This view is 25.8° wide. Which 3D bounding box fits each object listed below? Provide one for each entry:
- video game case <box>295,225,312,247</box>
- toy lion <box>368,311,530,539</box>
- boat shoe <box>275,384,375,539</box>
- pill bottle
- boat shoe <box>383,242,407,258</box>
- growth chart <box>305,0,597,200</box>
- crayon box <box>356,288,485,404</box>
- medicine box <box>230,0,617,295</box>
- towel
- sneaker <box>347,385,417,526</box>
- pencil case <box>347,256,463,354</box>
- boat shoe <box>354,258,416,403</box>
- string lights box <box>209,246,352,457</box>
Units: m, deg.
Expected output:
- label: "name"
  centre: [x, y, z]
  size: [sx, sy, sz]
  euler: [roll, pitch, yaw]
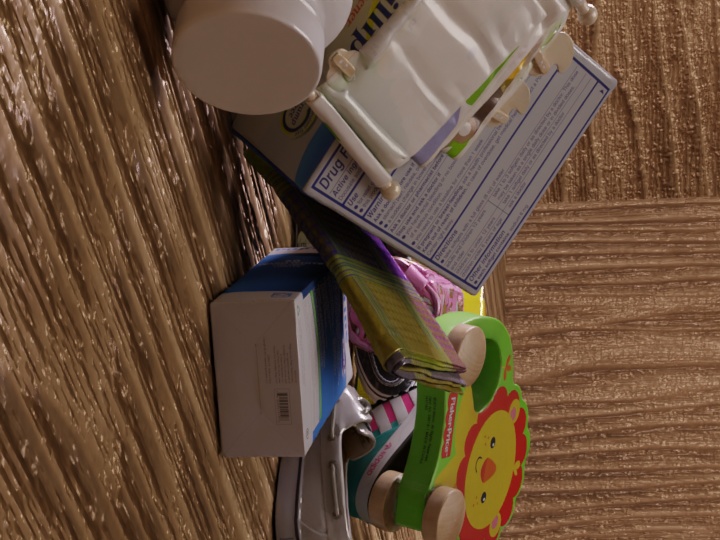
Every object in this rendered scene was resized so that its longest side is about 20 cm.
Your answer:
- label: "video game case"
  centre: [-0.021, -0.044, 1.351]
  size: [0.200, 0.035, 0.184]
  euler: [50, 40, -76]
- label: "toy lion"
  centre: [0.087, 0.132, 1.262]
  size: [0.191, 0.068, 0.203]
  euler: [-5, 103, -58]
- label: "boat shoe"
  centre: [-0.021, 0.124, 1.212]
  size: [0.071, 0.069, 0.202]
  euler: [76, 16, -53]
- label: "pill bottle"
  centre: [-0.056, -0.195, 0.915]
  size: [0.113, 0.111, 0.202]
  euler: [76, 15, -54]
- label: "boat shoe"
  centre: [0.023, -0.062, 1.325]
  size: [0.202, 0.059, 0.073]
  euler: [68, 22, -67]
- label: "growth chart"
  centre: [0.060, -0.134, 0.979]
  size: [0.018, 0.200, 0.145]
  euler: [39, -11, 45]
- label: "crayon box"
  centre: [0.064, 0.094, 1.584]
  size: [0.201, 0.125, 0.051]
  euler: [-82, 167, -45]
- label: "medicine box"
  centre: [0.046, -0.112, 1.068]
  size: [0.199, 0.103, 0.183]
  euler: [30, 97, -44]
- label: "towel"
  centre: [0.000, 0.000, 1.109]
  size: [0.201, 0.023, 0.143]
  euler: [56, 15, 20]
- label: "sneaker"
  centre: [0.023, 0.126, 1.320]
  size: [0.200, 0.120, 0.084]
  euler: [-44, 131, -35]
- label: "pencil case"
  centre: [0.040, 0.033, 1.361]
  size: [0.200, 0.082, 0.088]
  euler: [6, 90, -79]
- label: "boat shoe"
  centre: [0.026, 0.033, 1.528]
  size: [0.068, 0.071, 0.202]
  euler: [76, 13, -61]
- label: "string lights box"
  centre: [-0.049, 0.050, 1.084]
  size: [0.200, 0.058, 0.104]
  euler: [-51, 138, -77]
